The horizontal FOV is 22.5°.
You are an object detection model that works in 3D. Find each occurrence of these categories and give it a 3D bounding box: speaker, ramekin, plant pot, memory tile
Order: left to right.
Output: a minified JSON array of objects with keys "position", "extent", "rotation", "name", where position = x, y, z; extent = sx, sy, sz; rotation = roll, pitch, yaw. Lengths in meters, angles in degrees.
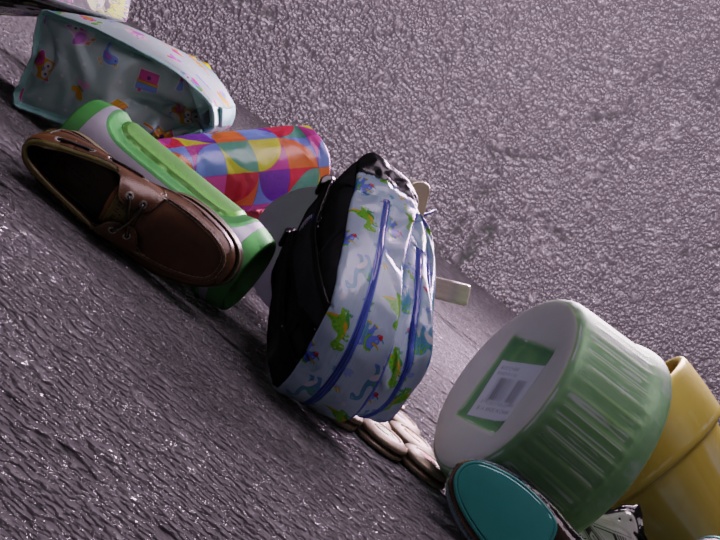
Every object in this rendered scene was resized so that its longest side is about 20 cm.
[{"position":[-0.169,-0.056,1.532],"extent":[0.200,0.089,0.088],"rotation":[39,6,10],"name":"speaker"},{"position":[0.000,0.114,1.565],"extent":[0.153,0.017,0.200],"rotation":[36,6,-23],"name":"memory tile"},{"position":[0.152,0.121,1.497],"extent":[0.098,0.200,0.200],"rotation":[39,5,-19],"name":"ramekin"},{"position":[0.287,0.215,1.732],"extent":[0.189,0.200,0.201],"rotation":[52,7,2],"name":"plant pot"}]

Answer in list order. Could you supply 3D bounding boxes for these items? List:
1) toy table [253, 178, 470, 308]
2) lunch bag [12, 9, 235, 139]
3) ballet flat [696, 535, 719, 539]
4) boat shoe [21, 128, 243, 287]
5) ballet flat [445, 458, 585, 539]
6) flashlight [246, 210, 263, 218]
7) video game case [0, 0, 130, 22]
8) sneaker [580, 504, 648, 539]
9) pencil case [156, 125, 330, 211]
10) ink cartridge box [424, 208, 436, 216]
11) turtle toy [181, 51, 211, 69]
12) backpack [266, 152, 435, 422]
[{"position":[0.000,0.000,1.643],"extent":[0.117,0.185,0.200],"rotation":[13,12,-43],"name":"toy table"},{"position":[-0.224,-0.176,1.802],"extent":[0.198,0.123,0.170],"rotation":[20,5,1],"name":"lunch bag"},{"position":[0.325,0.328,1.579],"extent":[0.068,0.068,0.201],"rotation":[-45,111,-46],"name":"ballet flat"},{"position":[-0.189,-0.045,1.450],"extent":[0.199,0.072,0.068],"rotation":[29,8,13],"name":"boat shoe"},{"position":[0.144,0.226,1.407],"extent":[0.200,0.074,0.074],"rotation":[41,6,11],"name":"ballet flat"},{"position":[-0.107,-0.045,1.935],"extent":[0.200,0.068,0.068],"rotation":[44,-18,19],"name":"flashlight"},{"position":[-0.363,-0.287,1.820],"extent":[0.199,0.036,0.181],"rotation":[8,-1,34],"name":"video game case"},{"position":[0.224,0.247,1.544],"extent":[0.200,0.088,0.076],"rotation":[40,5,11],"name":"sneaker"},{"position":[-0.121,-0.089,1.727],"extent":[0.199,0.089,0.088],"rotation":[-5,32,-33],"name":"pencil case"},{"position":[-0.021,-0.044,1.844],"extent":[0.199,0.119,0.042],"rotation":[-13,81,-55],"name":"ink cartridge box"},{"position":[-0.252,-0.207,2.087],"extent":[0.144,0.102,0.200],"rotation":[14,1,7],"name":"turtle toy"},{"position":[-0.010,0.029,1.443],"extent":[0.153,0.163,0.200],"rotation":[37,26,-5],"name":"backpack"}]
